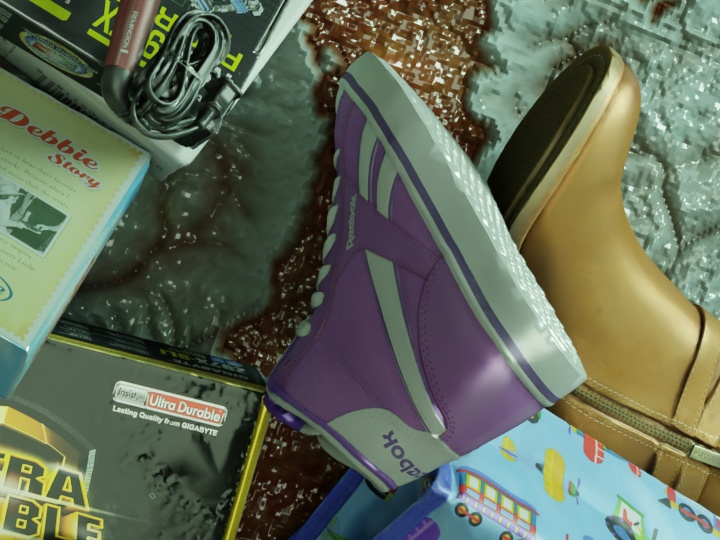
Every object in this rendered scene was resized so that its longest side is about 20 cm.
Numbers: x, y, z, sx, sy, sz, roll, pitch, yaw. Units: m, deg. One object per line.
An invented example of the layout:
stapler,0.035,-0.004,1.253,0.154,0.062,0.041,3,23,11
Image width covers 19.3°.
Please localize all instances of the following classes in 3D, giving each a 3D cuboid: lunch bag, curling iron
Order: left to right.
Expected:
curling iron,-0.059,-0.141,0.774,0.050,0.026,0.200,16,75,-38
lunch bag,0.038,0.157,0.866,0.150,0.094,0.200,32,121,-13

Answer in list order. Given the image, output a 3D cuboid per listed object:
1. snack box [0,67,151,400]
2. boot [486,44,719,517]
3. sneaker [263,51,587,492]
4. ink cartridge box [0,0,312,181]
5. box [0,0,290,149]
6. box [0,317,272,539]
snack box,-0.190,-0.047,0.791,0.200,0.116,0.037,30,136,-3
boot,0.119,0.020,0.884,0.155,0.077,0.200,19,97,-10
sneaker,0.000,0.000,0.815,0.114,0.201,0.073,-36,128,11
ink cartridge box,-0.080,-0.163,0.852,0.162,0.050,0.200,39,72,-12
box,-0.105,-0.165,0.795,0.200,0.044,0.160,30,78,-14
box,-0.151,0.093,0.823,0.200,0.049,0.160,16,97,-13
